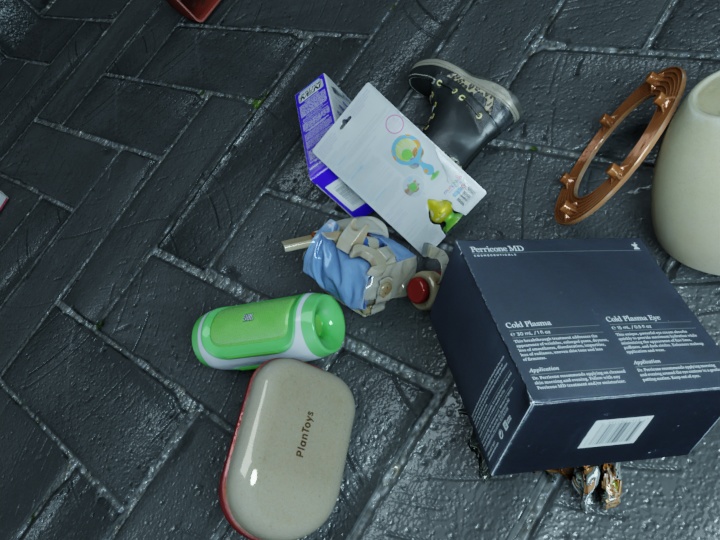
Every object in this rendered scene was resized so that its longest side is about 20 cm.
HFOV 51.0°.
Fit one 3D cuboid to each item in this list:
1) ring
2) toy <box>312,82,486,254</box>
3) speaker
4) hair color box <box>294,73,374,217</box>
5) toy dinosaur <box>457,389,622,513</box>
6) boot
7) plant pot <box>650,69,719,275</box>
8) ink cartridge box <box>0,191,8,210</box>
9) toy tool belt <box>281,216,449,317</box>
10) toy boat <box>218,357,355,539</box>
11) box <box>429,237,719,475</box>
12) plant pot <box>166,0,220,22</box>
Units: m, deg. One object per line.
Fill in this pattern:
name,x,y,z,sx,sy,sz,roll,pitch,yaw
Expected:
ring,0.269,-0.135,0.808,0.201,0.019,0.200,-56,6,8
toy,0.051,-0.127,0.958,0.200,0.047,0.115,44,111,4
speaker,-0.122,0.081,0.978,0.200,0.088,0.089,-10,53,31
hair color box,-0.030,-0.179,1.085,0.065,0.109,0.200,-31,44,21
toy dinosaur,0.171,0.142,0.728,0.135,0.102,0.200,-18,30,-5
boot,0.105,-0.202,1.032,0.200,0.073,0.151,34,81,38
plant pot,0.361,-0.111,0.693,0.200,0.135,0.201,-19,35,14
ink cartridge box,-0.926,-0.132,1.736,0.200,0.086,0.148,3,61,40
toy tool belt,0.000,0.000,0.910,0.200,0.123,0.125,29,112,45
toy boat,-0.093,0.206,0.857,0.131,0.130,0.200,-38,33,54
box,0.189,0.068,0.670,0.199,0.104,0.182,-1,45,-17
plant pot,-0.403,-0.700,1.710,0.200,0.200,0.176,-54,33,-9
